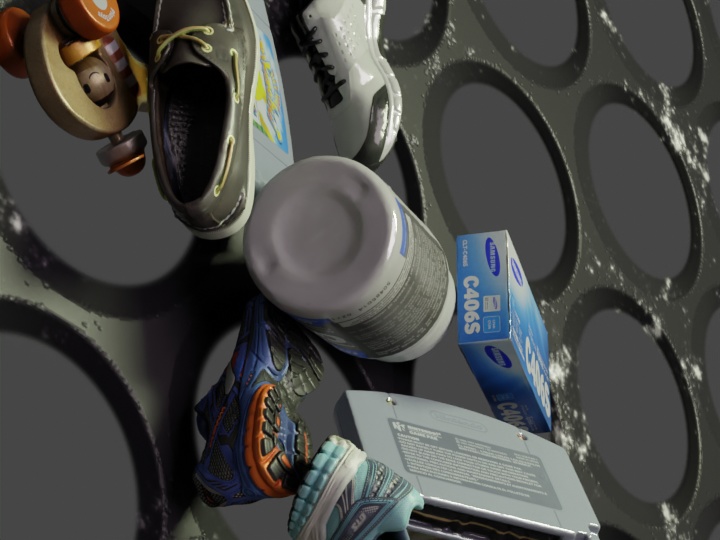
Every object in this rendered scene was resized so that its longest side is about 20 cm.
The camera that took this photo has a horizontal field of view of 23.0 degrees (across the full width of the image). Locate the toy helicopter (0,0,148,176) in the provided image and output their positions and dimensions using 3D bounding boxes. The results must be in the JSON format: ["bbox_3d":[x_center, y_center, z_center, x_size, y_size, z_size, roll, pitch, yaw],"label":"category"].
[{"bbox_3d":[-0.158,-0.119,1.208,0.200,0.079,0.133,5,64,-64],"label":"toy helicopter"}]

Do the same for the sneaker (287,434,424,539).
[{"bbox_3d":[-0.007,0.206,1.168,0.078,0.086,0.201,-50,156,-46],"label":"sneaker"}]

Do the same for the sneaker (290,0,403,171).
[{"bbox_3d":[-0.020,-0.169,1.420,0.080,0.074,0.201,7,63,-35],"label":"sneaker"}]

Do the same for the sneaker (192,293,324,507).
[{"bbox_3d":[-0.078,0.085,1.215,0.075,0.078,0.200,55,21,-26],"label":"sneaker"}]

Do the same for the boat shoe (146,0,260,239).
[{"bbox_3d":[-0.106,-0.125,1.169,0.061,0.071,0.202,44,38,-71],"label":"boat shoe"}]

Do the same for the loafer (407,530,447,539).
[{"bbox_3d":[0.091,0.183,1.389,0.200,0.063,0.072,-18,87,-53],"label":"loafer"}]

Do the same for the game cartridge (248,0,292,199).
[{"bbox_3d":[-0.091,-0.137,1.279,0.133,0.040,0.201,44,35,-71],"label":"game cartridge"}]

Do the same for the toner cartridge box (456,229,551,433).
[{"bbox_3d":[0.118,0.055,1.431,0.200,0.043,0.096,59,27,-61],"label":"toner cartridge box"}]

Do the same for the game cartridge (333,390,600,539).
[{"bbox_3d":[0.077,0.152,1.324,0.199,0.041,0.134,17,31,-22],"label":"game cartridge"}]

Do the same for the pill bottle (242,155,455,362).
[{"bbox_3d":[0.000,0.000,1.274,0.200,0.113,0.114,41,40,-67],"label":"pill bottle"}]
